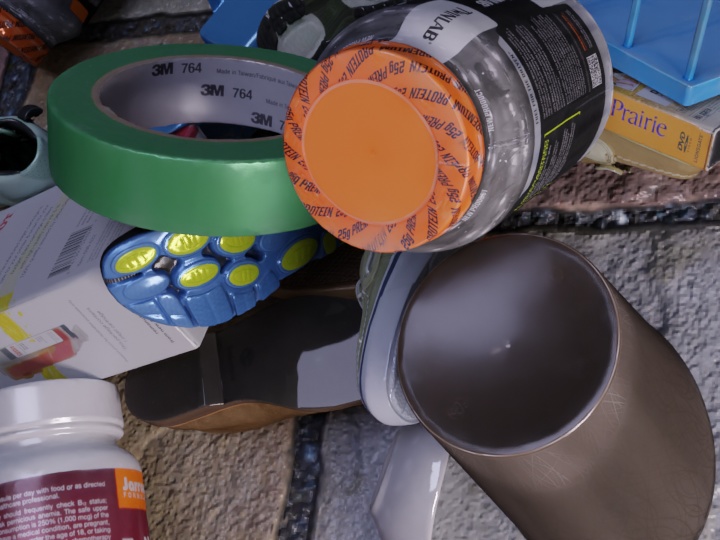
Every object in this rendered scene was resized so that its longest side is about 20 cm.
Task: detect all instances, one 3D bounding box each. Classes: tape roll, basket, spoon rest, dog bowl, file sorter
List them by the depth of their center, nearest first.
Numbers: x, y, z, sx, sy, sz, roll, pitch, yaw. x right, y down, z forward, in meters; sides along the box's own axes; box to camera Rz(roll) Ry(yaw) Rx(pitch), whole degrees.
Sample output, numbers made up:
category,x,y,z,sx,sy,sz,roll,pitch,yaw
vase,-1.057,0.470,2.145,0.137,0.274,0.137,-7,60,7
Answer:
category,x,y,z,sx,sy,sz,roll,pitch,yaw
basket,0.106,0.067,0.677,0.136,0.200,0.181,-20,62,16
spoon rest,0.025,0.173,0.746,0.060,0.099,0.201,21,92,1
file sorter,0.178,-0.209,0.757,0.138,0.123,0.200,-21,42,-33
tape roll,-0.089,-0.085,0.762,0.200,0.200,0.048,24,123,30
dog bowl,-0.101,-0.148,0.936,0.200,0.050,0.111,-50,44,-2

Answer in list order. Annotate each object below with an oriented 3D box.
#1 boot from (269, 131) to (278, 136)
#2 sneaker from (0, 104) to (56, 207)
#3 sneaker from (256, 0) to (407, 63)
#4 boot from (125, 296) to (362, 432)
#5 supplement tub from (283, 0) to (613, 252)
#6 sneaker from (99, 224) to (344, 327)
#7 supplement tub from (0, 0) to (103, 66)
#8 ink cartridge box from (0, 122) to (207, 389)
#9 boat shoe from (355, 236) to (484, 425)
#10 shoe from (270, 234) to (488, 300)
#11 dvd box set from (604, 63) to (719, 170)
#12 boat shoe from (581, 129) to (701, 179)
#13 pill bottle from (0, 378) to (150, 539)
category,x,y,z,sx,sy,sz,roll,pitch,yaw
boot,0.024,-0.113,0.857,0.200,0.074,0.076,14,64,41
sneaker,-0.290,-0.095,0.972,0.200,0.118,0.074,13,77,30
sneaker,0.014,-0.193,0.829,0.200,0.089,0.077,-27,96,43
boot,-0.048,0.068,0.818,0.199,0.075,0.074,-11,64,19
supplement tub,0.049,-0.083,0.651,0.122,0.200,0.123,9,111,24
sneaker,-0.082,-0.024,0.774,0.083,0.071,0.199,19,33,36
supplement tub,-0.249,-0.277,1.026,0.122,0.123,0.200,32,85,31
ink cartridge box,-0.185,0.002,0.854,0.199,0.083,0.145,-18,35,31
boat shoe,0.030,0.007,0.752,0.062,0.072,0.200,-9,46,34
shoe,0.000,0.000,0.839,0.199,0.053,0.070,5,64,28
dvd box set,0.163,-0.135,0.782,0.200,0.029,0.146,28,41,29
boat shoe,0.140,-0.101,0.817,0.200,0.063,0.073,26,39,26
pill bottle,-0.192,0.178,0.803,0.114,0.114,0.201,-15,73,18
